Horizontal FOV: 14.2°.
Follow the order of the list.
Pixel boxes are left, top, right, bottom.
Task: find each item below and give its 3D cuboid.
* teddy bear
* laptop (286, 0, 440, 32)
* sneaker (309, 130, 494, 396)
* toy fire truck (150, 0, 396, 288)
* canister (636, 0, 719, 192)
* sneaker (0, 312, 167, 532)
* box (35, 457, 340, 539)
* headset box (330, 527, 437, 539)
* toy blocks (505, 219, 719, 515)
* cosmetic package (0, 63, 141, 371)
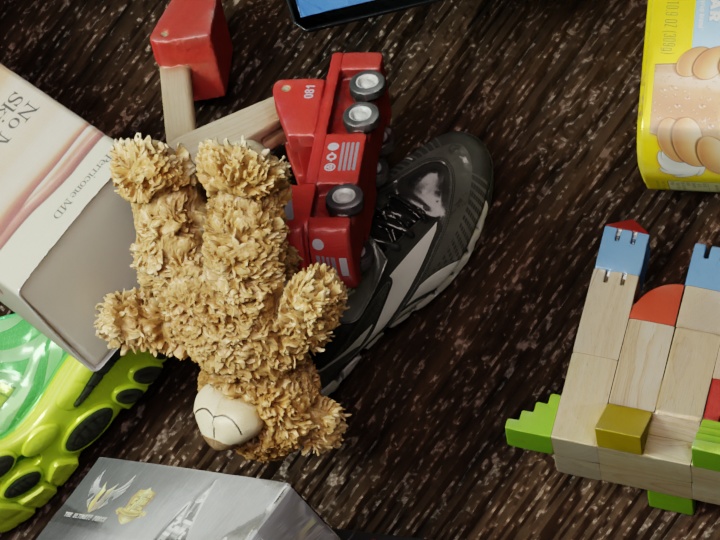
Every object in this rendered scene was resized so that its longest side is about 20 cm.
[{"bbox_3d":[-0.071,0.017,1.484,0.144,0.201,0.067,12,35,9],"label":"teddy bear"},{"bbox_3d":[0.023,-0.254,1.544,0.176,0.103,0.201,-14,116,-7],"label":"laptop"},{"bbox_3d":[0.000,0.000,1.580,0.066,0.091,0.200,42,86,16],"label":"sneaker"},{"bbox_3d":[-0.054,-0.072,1.581,0.140,0.049,0.201,0,45,11],"label":"toy fire truck"},{"bbox_3d":[0.255,-0.108,1.565,0.199,0.087,0.149,3,76,13],"label":"canister"},{"bbox_3d":[-0.190,0.076,1.616,0.200,0.074,0.084,-42,47,2],"label":"sneaker"},{"bbox_3d":[-0.119,0.175,1.487,0.048,0.200,0.159,48,67,-25],"label":"box"},{"bbox_3d":[0.010,0.213,1.498,0.199,0.078,0.149,5,42,11],"label":"headset box"},{"bbox_3d":[0.191,0.051,1.541,0.199,0.100,0.137,11,67,13],"label":"toy blocks"},{"bbox_3d":[-0.190,-0.044,1.588,0.200,0.087,0.104,32,78,41],"label":"cosmetic package"}]
